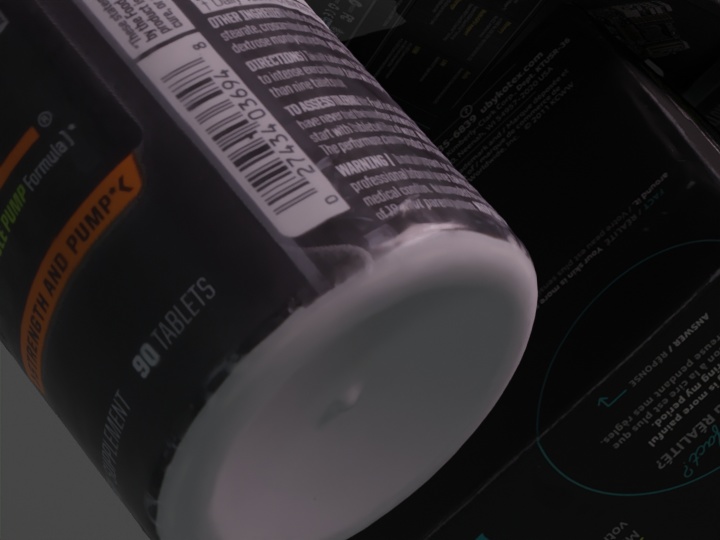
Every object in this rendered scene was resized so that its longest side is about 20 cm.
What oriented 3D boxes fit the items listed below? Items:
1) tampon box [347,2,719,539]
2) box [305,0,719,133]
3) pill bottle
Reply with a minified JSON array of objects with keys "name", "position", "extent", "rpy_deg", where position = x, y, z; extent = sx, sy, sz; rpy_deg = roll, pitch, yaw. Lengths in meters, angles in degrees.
[{"name":"tampon box","position":[0.087,0.054,0.836],"extent":[0.200,0.150,0.126],"rpy_deg":[40,12,-38]},{"name":"box","position":[0.065,-0.080,0.874],"extent":[0.158,0.049,0.200],"rpy_deg":[25,-16,-5]},{"name":"pill bottle","position":[-0.056,-0.033,0.680],"extent":[0.200,0.106,0.106],"rpy_deg":[49,8,28]}]
